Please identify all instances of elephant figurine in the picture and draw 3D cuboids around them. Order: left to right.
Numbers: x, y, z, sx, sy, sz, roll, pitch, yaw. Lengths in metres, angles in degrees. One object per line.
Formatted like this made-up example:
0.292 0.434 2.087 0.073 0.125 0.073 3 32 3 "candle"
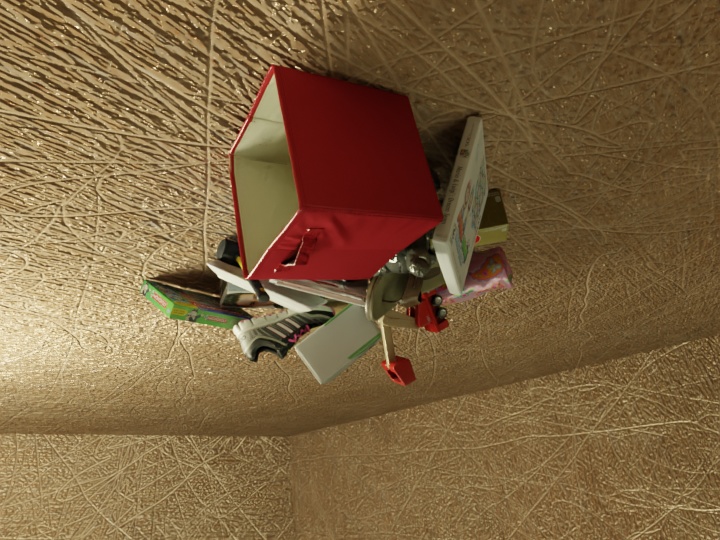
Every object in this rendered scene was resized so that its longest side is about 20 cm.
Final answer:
0.053 -0.049 0.735 0.141 0.202 0.155 -23 152 31 "elephant figurine"

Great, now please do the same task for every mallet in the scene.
-0.189 -0.001 0.824 0.066 0.200 0.041 22 101 -26 "mallet"

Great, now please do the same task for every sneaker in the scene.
-0.140 0.125 0.997 0.198 0.088 0.074 -13 160 -10 "sneaker"

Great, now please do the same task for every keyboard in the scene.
-0.049 0.040 0.845 0.199 0.011 0.056 16 178 -16 "keyboard"

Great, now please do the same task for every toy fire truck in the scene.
0.082 0.084 0.918 0.140 0.201 0.049 -26 -170 -22 "toy fire truck"

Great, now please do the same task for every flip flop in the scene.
0.085 0.025 0.830 0.199 0.082 0.057 -19 -150 -37 "flip flop"

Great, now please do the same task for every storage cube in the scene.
-0.038 -0.098 0.608 0.179 0.201 0.171 0 156 -32 "storage cube"

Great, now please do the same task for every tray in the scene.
-0.161 0.029 0.896 0.199 0.022 0.107 23 -173 8 "tray"

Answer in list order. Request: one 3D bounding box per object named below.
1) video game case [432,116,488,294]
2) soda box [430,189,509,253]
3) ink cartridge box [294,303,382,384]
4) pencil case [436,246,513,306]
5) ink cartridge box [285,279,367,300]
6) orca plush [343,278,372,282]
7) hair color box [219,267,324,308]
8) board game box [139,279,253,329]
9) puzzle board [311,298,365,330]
0.147 -0.081 0.730 0.024 0.183 0.200 12 163 21 "video game case"
0.144 -0.074 0.875 0.198 0.068 0.064 -11 157 8 "soda box"
-0.037 0.144 1.014 0.145 0.088 0.200 -38 172 -6 "ink cartridge box"
0.187 0.020 0.986 0.199 0.088 0.087 -19 154 19 "pencil case"
-0.068 0.023 0.880 0.160 0.050 0.200 14 -168 -2 "ink cartridge box"
0.000 0.000 0.874 0.105 0.071 0.200 -31 -179 -1 "orca plush"
-0.172 0.033 1.024 0.198 0.061 0.099 3 155 -23 "hair color box"
-0.312 0.074 1.017 0.134 0.029 0.199 23 -178 41 "board game box"
-0.083 0.094 1.110 0.150 0.018 0.200 -3 159 -25 "puzzle board"
